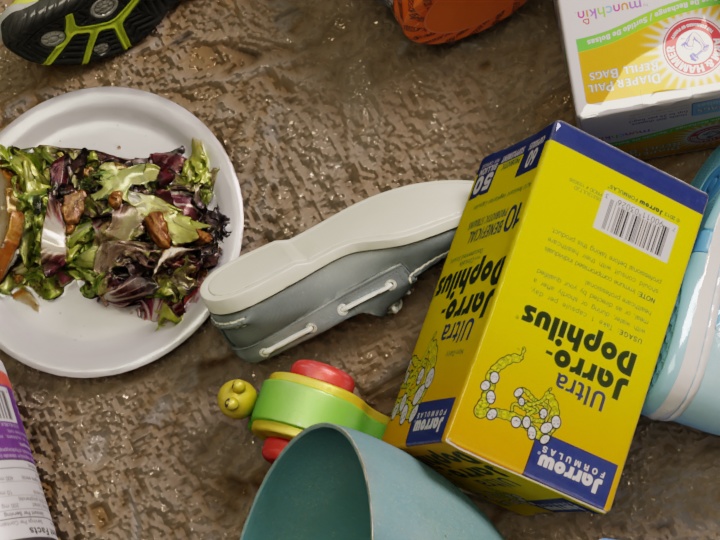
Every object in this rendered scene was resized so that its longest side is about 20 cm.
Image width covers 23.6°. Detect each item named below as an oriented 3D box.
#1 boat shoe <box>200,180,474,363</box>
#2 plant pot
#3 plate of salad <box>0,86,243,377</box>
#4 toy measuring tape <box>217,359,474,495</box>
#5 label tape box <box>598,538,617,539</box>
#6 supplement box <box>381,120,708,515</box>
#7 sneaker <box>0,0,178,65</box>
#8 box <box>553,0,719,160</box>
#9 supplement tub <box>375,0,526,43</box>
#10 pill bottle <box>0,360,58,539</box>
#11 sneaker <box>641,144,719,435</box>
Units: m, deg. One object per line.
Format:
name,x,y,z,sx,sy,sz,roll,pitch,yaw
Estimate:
boat shoe,0.000,0.000,1.095,0.200,0.073,0.062,-22,116,-4
plant pot,0.020,0.198,0.976,0.135,0.200,0.200,15,75,-22
plate of salad,-0.176,-0.030,1.128,0.200,0.048,0.200,-2,74,8
toy measuring tape,0.004,0.101,1.051,0.200,0.074,0.074,16,78,13
label tape box,0.197,0.261,0.980,0.143,0.066,0.200,5,78,11
supplement box,0.106,0.032,1.008,0.109,0.109,0.200,24,74,-15
sneaker,-0.159,-0.209,1.167,0.200,0.075,0.076,-31,65,-11
box,0.176,-0.178,1.082,0.112,0.101,0.200,-9,74,7
supplement tub,0.034,-0.256,1.116,0.122,0.123,0.200,-23,72,2
pill bottle,-0.246,0.159,1.054,0.111,0.111,0.200,-21,72,3
sneaker,0.245,0.019,1.033,0.130,0.080,0.200,25,71,-9
